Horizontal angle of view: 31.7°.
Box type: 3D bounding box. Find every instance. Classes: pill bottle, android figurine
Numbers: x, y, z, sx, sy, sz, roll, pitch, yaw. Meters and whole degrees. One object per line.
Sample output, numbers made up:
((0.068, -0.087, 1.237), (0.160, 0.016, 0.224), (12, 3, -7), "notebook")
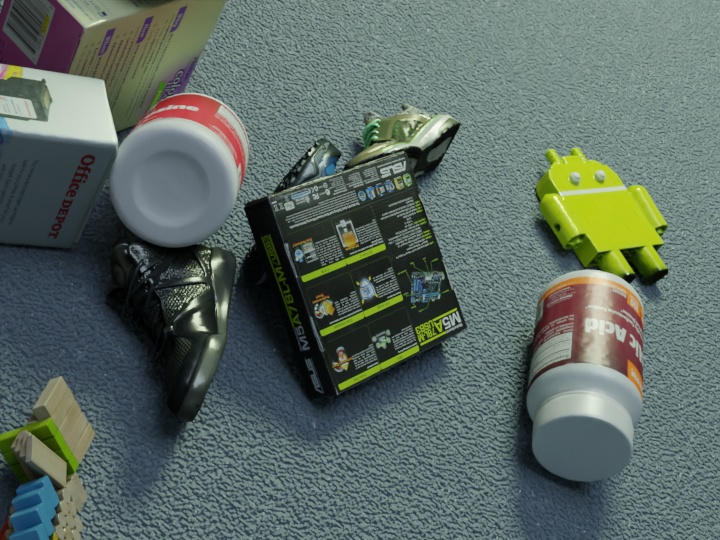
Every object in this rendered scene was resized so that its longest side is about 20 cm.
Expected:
((-0.162, -0.101, 1.173), (0.112, 0.113, 0.200), (27, 16, -9), "pill bottle")
((0.227, 0.104, 1.276), (0.114, 0.114, 0.201), (26, 42, -11), "pill bottle")
((0.291, -0.069, 1.535), (0.181, 0.041, 0.201), (-5, 57, -36), "android figurine")

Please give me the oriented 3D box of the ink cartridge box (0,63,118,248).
((-0.325, -0.099, 1.075), (0.199, 0.146, 0.083), (5, 50, -30), "ink cartridge box")

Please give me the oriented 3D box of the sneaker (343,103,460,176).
((0.027, -0.139, 1.415), (0.088, 0.077, 0.200), (35, 34, 19), "sneaker")

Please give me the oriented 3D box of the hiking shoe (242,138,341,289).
((-0.051, -0.046, 1.274), (0.087, 0.074, 0.201), (33, 51, -14), "hiking shoe")

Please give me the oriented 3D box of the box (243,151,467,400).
((0.000, 0.000, 1.216), (0.200, 0.047, 0.194), (-23, 97, -44), "box")

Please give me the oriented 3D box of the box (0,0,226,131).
((-0.246, -0.221, 1.216), (0.097, 0.176, 0.200), (45, 43, 13), "box")

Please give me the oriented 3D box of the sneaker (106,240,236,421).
((-0.172, 0.044, 1.101), (0.114, 0.076, 0.200), (17, 41, -17), "sneaker")

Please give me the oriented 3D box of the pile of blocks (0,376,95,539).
((-0.246, 0.173, 0.933), (0.082, 0.062, 0.201), (58, 18, -45), "pile of blocks")
